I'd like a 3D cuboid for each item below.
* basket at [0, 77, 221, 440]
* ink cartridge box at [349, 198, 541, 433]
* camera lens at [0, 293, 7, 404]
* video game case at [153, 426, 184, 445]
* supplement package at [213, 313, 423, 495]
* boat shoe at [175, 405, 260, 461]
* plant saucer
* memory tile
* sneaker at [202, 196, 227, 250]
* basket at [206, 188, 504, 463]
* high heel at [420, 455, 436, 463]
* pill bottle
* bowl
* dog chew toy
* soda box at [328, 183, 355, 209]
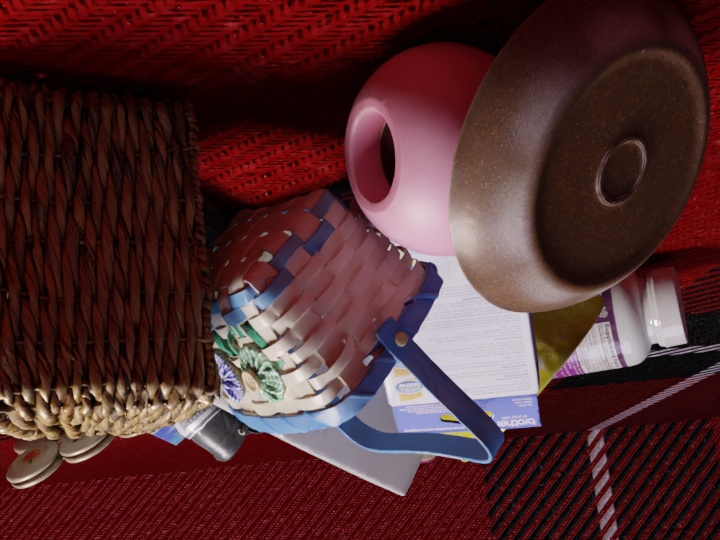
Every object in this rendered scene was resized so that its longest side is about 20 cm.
[{"bbox_3d":[-0.184,0.000,0.709,0.148,0.202,0.142,1,166,-32],"label":"basket"},{"bbox_3d":[0.067,0.033,0.859,0.118,0.042,0.202,-6,121,11],"label":"ink cartridge box"},{"bbox_3d":[-0.242,0.038,0.884,0.158,0.162,0.200,-6,172,1],"label":"camera lens"},{"bbox_3d":[-0.148,0.100,1.200,0.181,0.046,0.200,-41,172,-9],"label":"video game case"},{"bbox_3d":[-0.027,0.091,0.954,0.116,0.118,0.200,19,169,37],"label":"supplement package"},{"bbox_3d":[-0.106,0.120,1.048,0.070,0.066,0.200,-44,-179,10],"label":"boat shoe"},{"bbox_3d":[0.135,-0.061,0.649,0.199,0.202,0.037,7,-161,-42],"label":"plant saucer"},{"bbox_3d":[-0.212,0.110,1.009,0.198,0.017,0.154,-26,-158,2],"label":"memory tile"},{"bbox_3d":[-0.121,-0.002,0.934,0.073,0.082,0.200,-32,163,10],"label":"sneaker"},{"bbox_3d":[-0.017,0.053,0.758,0.200,0.140,0.176,42,155,-19],"label":"basket"},{"bbox_3d":[-0.004,0.116,1.115,0.067,0.200,0.096,-42,167,-16],"label":"high heel"},{"bbox_3d":[0.250,0.054,1.268,0.198,0.114,0.112,-12,164,18],"label":"pill bottle"},{"bbox_3d":[0.120,0.066,1.075,0.201,0.107,0.200,-49,177,-4],"label":"bowl"},{"bbox_3d":[0.092,-0.076,0.707,0.198,0.126,0.124,-7,168,-28],"label":"dog chew toy"},{"bbox_3d":[0.070,-0.040,0.879,0.198,0.068,0.065,-12,124,21],"label":"soda box"}]
